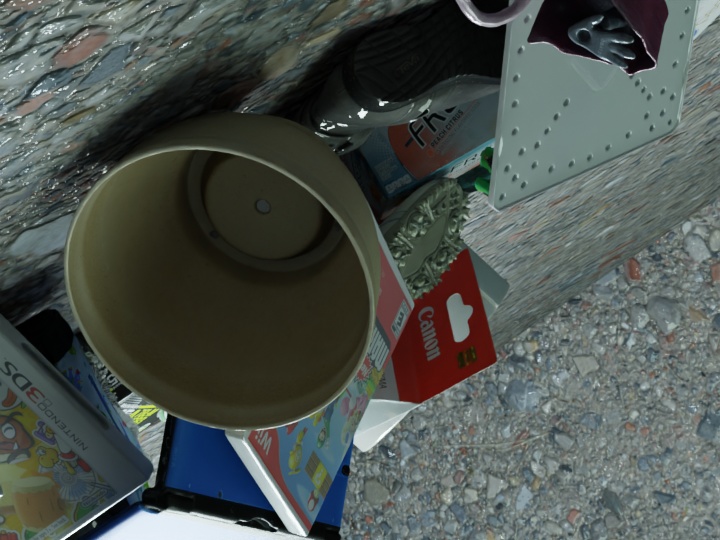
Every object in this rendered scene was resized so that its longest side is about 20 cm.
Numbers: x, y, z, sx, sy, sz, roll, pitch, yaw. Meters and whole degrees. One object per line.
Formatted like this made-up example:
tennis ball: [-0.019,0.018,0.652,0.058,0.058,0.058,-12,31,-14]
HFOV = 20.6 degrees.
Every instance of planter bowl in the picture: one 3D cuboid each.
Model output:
planter bowl: [-0.075,-0.019,1.268,0.200,0.200,0.135,-36,-163,28]

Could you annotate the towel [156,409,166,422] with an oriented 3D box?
towel: [-0.104,0.053,1.766,0.200,0.031,0.149,-48,176,-16]

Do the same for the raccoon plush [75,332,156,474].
raccoon plush: [-0.222,0.132,1.660,0.096,0.135,0.200,-32,171,1]

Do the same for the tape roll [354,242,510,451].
tape roll: [0.018,0.041,1.769,0.203,0.139,0.203,-49,180,0]

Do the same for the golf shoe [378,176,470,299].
golf shoe: [0.000,0.000,1.519,0.200,0.097,0.078,-51,137,-14]

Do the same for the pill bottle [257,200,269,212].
pill bottle: [-0.109,0.015,1.491,0.111,0.112,0.200,-20,165,-48]

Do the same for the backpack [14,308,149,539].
backpack: [-0.238,0.146,1.491,0.162,0.201,0.154,-31,-173,8]

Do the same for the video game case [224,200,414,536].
video game case: [-0.024,0.066,1.386,0.201,0.017,0.143,-64,150,-26]

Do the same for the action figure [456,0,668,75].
action figure: [0.167,-0.206,1.245,0.148,0.135,0.200,1,-140,35]

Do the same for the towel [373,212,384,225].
towel: [-0.048,0.000,1.629,0.199,0.030,0.147,-32,-157,2]

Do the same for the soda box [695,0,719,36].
soda box: [0.235,-0.211,1.508,0.068,0.064,0.200,-26,170,-26]

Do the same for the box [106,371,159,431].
box: [-0.224,0.121,1.870,0.192,0.048,0.200,-32,170,8]

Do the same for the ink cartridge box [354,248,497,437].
ink cartridge box: [0.001,0.057,1.572,0.199,0.047,0.161,-27,-147,12]

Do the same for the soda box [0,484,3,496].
soda box: [-0.330,0.121,1.294,0.068,0.064,0.199,-35,149,21]

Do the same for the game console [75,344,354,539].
game console: [-0.110,0.148,1.417,0.117,0.172,0.199,1,167,36]

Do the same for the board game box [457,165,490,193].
board game box: [0.137,-0.106,1.665,0.135,0.028,0.199,-33,-169,-32]

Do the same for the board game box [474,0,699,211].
board game box: [0.160,-0.160,1.362,0.199,0.026,0.202,-24,132,-36]

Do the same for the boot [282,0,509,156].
boot: [0.034,-0.130,1.378,0.199,0.070,0.131,-13,167,-37]

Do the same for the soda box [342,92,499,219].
soda box: [0.085,-0.120,1.552,0.199,0.064,0.068,-30,171,-11]

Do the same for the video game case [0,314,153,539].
video game case: [-0.278,0.133,1.405,0.199,0.182,0.023,-35,-159,22]
